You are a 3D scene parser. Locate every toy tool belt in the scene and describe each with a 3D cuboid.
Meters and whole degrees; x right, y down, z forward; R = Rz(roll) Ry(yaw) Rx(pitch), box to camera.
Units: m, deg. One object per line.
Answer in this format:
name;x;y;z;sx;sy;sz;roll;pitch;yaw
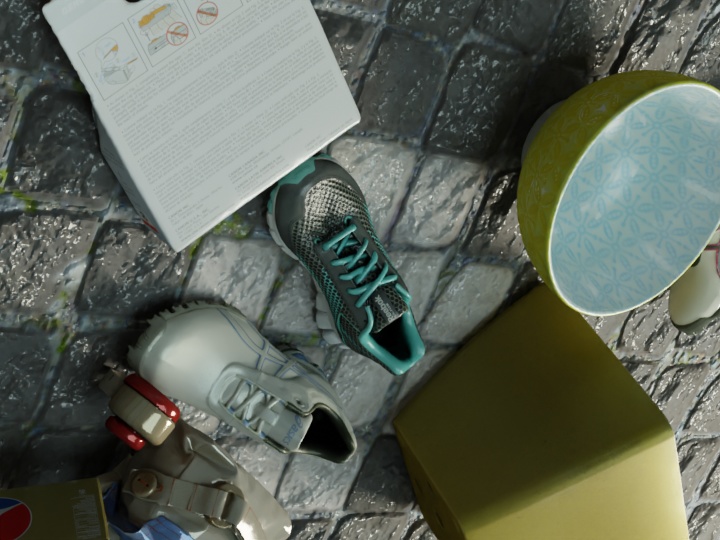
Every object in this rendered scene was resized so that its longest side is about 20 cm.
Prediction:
toy tool belt;-0.141;0.172;1.164;0.123;0.125;0.200;-51;138;-12

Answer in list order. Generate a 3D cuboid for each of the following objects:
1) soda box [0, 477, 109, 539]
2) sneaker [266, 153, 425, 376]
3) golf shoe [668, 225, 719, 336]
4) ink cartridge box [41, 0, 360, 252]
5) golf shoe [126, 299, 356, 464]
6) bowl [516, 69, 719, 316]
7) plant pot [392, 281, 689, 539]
soda box;-0.263;0.192;1.068;0.199;0.064;0.068;-5;125;-12
sneaker;0.000;0.000;1.185;0.077;0.091;0.200;-40;137;-12
golf shoe;0.303;-0.042;1.443;0.088;0.077;0.201;13;108;-23
ink cartridge box;-0.103;-0.133;1.047;0.162;0.050;0.201;-37;128;-14
golf shoe;-0.074;0.085;1.178;0.199;0.097;0.079;24;104;-45
bowl;0.188;-0.076;1.280;0.199;0.108;0.201;-22;130;-28
plant pot;0.140;0.166;1.361;0.176;0.200;0.201;-25;134;-9
